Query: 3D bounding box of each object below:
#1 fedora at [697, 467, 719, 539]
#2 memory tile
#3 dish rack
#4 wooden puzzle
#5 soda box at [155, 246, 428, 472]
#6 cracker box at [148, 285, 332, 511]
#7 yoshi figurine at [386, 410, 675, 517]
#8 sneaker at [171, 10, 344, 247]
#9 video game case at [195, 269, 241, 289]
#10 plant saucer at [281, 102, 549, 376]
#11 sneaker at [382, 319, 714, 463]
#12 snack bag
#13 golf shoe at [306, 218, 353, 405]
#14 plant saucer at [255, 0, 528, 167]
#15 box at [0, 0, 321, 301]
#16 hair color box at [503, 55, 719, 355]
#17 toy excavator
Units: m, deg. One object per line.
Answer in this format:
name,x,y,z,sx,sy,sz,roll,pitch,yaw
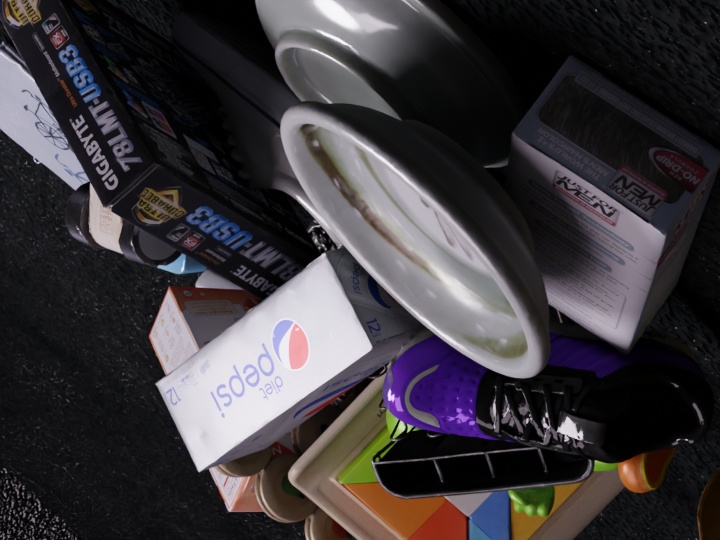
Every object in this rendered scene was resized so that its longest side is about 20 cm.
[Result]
fedora,0.296,0.178,1.446,0.201,0.201,0.082,40,132,-7
memory tile,-0.013,0.104,1.777,0.153,0.200,0.017,44,150,-14
dish rack,0.061,0.042,1.528,0.153,0.055,0.200,-9,112,27
wooden puzzle,0.078,0.144,1.731,0.200,0.185,0.037,41,-172,-17
soda box,-0.042,0.054,1.518,0.200,0.063,0.068,-38,75,44
cracker box,-0.065,0.097,1.853,0.134,0.058,0.200,3,-141,-31
yoshi figurine,0.100,0.101,1.613,0.200,0.113,0.112,5,167,34
sneaker,-0.056,-0.087,1.512,0.200,0.071,0.073,43,-161,26
video game case,-0.041,0.091,2.108,0.182,0.023,0.200,27,161,32
plant saucer,0.042,-0.028,1.345,0.200,0.050,0.200,43,166,13
sneaker,0.116,0.075,1.430,0.100,0.200,0.070,-110,22,-66
snack bag,-0.236,-0.106,1.987,0.200,0.021,0.189,40,163,-9
golf shoe,0.000,0.000,1.701,0.078,0.094,0.200,35,137,10
plant saucer,0.006,-0.115,1.414,0.200,0.050,0.200,35,164,12
box,-0.125,-0.086,1.531,0.200,0.050,0.199,31,-159,-53
hair color box,0.134,-0.032,1.352,0.099,0.061,0.200,34,164,11
toy excavator,-0.108,-0.039,1.781,0.100,0.200,0.195,17,109,52
